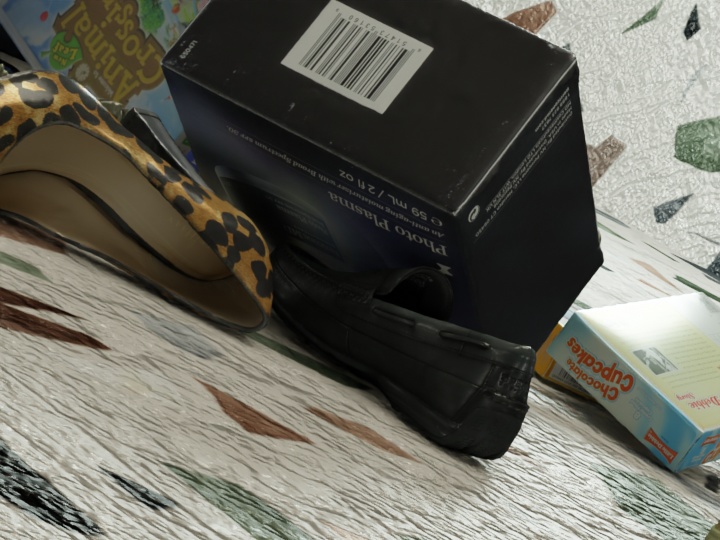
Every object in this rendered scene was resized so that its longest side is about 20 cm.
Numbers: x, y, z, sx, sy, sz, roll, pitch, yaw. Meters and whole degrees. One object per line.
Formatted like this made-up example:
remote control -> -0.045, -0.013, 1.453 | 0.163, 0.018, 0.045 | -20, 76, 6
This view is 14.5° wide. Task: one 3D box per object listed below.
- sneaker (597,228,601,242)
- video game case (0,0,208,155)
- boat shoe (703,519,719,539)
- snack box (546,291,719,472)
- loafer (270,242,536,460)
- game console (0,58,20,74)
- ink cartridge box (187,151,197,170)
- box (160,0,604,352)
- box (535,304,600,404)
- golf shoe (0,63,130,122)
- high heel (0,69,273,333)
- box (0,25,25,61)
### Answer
sneaker -> 0.070, -0.006, 1.744 | 0.199, 0.076, 0.071 | -3, 46, -51
video game case -> -0.126, -0.169, 1.685 | 0.022, 0.182, 0.200 | 19, 29, -53
boat shoe -> 0.239, 0.139, 1.550 | 0.073, 0.063, 0.200 | 30, 7, 14
snack box -> 0.214, 0.070, 1.842 | 0.116, 0.037, 0.200 | 44, 23, 22
loafer -> 0.021, 0.028, 1.478 | 0.068, 0.071, 0.200 | 22, 9, -44
game console -> -0.251, -0.178, 1.748 | 0.170, 0.119, 0.200 | 25, 8, -22
ink cartridge box -> -0.054, -0.062, 2.006 | 0.199, 0.042, 0.119 | 26, 7, 4
box -> 0.017, -0.057, 1.559 | 0.199, 0.123, 0.199 | 28, -23, 25
box -> 0.143, 0.049, 1.956 | 0.119, 0.042, 0.200 | 25, 5, -24
golf shoe -> -0.215, -0.083, 1.468 | 0.097, 0.079, 0.200 | 10, -14, 46
high heel -> -0.129, -0.027, 1.387 | 0.199, 0.071, 0.143 | 0, 45, -51
box -> -0.220, -0.256, 2.122 | 0.200, 0.124, 0.197 | 21, 42, -44
